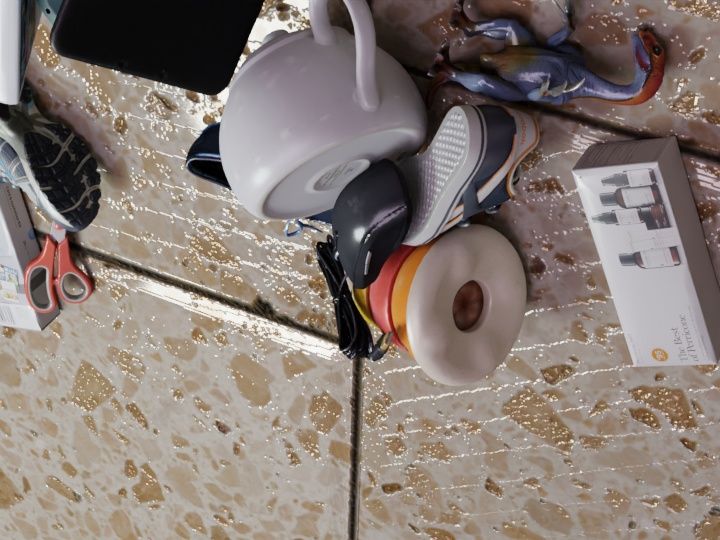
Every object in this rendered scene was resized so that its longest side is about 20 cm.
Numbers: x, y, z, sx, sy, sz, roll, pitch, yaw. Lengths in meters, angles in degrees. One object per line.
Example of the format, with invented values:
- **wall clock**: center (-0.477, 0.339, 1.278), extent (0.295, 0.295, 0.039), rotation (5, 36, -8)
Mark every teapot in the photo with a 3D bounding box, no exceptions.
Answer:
- **teapot**: center (-0.044, -0.146, 1.520), extent (0.199, 0.197, 0.147), rotation (-28, 76, 14)

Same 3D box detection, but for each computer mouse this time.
- **computer mouse**: center (0.000, 0.000, 1.540), extent (0.200, 0.046, 0.141), rotation (128, 129, -58)

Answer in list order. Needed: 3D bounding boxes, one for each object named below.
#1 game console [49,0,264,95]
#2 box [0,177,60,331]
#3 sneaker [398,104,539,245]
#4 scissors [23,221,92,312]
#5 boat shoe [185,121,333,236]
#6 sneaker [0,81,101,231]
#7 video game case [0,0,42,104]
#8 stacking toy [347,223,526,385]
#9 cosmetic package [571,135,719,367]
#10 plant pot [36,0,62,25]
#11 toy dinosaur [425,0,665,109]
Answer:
- **game console**: center (-0.171, -0.262, 1.436), extent (0.116, 0.199, 0.177), rotation (-35, 63, 30)
- **box**: center (-0.427, -0.034, 1.931), extent (0.155, 0.041, 0.201), rotation (6, 126, 30)
- **sneaker**: center (0.088, -0.077, 1.505), extent (0.200, 0.079, 0.079), rotation (135, 128, -61)
- **scissors**: center (-0.327, -0.038, 1.856), extent (0.073, 0.014, 0.201), rotation (-4, 127, -6)
- **boat shoe**: center (-0.074, -0.073, 1.652), extent (0.199, 0.069, 0.085), rotation (17, 131, 20)
- **sneaker**: center (-0.341, -0.120, 1.795), extent (0.201, 0.077, 0.086), rotation (54, 140, 3)
- **video game case**: center (-0.303, -0.283, 1.577), extent (0.023, 0.183, 0.201), rotation (6, 130, -5)
- **stacking toy**: center (0.043, 0.018, 1.630), extent (0.199, 0.146, 0.147), rotation (14, 131, 48)
- **cosmetic package**: center (0.251, -0.012, 1.500), extent (0.082, 0.051, 0.201), rotation (-3, 120, 35)
- **plant pot**: center (-0.209, -0.275, 1.546), extent (0.199, 0.134, 0.201), rotation (17, 129, 21)
- **toy dinosaur**: center (0.157, -0.175, 1.452), extent (0.180, 0.106, 0.200), rotation (21, 170, 2)
